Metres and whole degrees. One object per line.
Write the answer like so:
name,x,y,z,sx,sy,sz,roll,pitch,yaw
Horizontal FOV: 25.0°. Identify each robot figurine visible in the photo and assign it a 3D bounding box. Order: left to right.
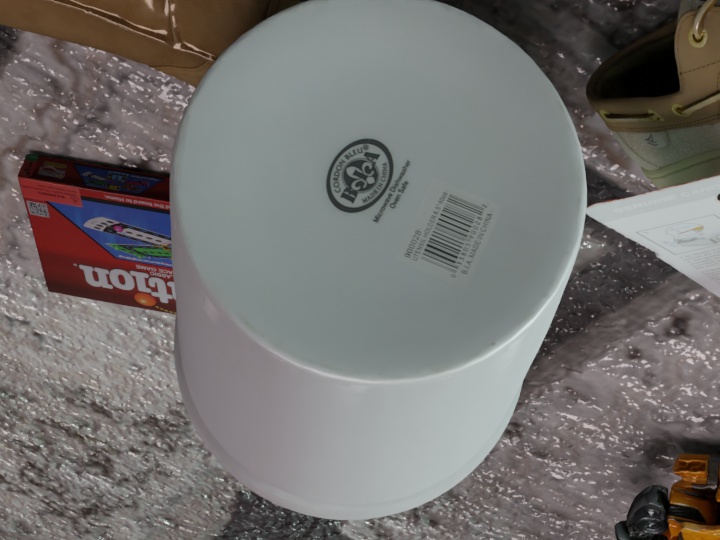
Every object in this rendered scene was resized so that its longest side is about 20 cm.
robot figurine,0.230,0.170,0.964,0.143,0.059,0.201,0,142,19

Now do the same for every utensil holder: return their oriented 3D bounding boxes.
utensil holder,0.000,0.000,0.684,0.168,0.172,0.200,13,159,2

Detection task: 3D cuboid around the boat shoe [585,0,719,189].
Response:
boat shoe,0.148,-0.084,0.618,0.066,0.074,0.200,36,154,-8

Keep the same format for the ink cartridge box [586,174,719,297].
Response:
ink cartridge box,0.204,-0.032,0.656,0.161,0.058,0.199,-14,153,33

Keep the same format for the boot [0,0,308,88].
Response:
boot,-0.114,-0.143,0.662,0.198,0.067,0.176,19,144,-4

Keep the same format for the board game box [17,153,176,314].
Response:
board game box,-0.079,-0.008,0.869,0.198,0.020,0.103,9,145,7
